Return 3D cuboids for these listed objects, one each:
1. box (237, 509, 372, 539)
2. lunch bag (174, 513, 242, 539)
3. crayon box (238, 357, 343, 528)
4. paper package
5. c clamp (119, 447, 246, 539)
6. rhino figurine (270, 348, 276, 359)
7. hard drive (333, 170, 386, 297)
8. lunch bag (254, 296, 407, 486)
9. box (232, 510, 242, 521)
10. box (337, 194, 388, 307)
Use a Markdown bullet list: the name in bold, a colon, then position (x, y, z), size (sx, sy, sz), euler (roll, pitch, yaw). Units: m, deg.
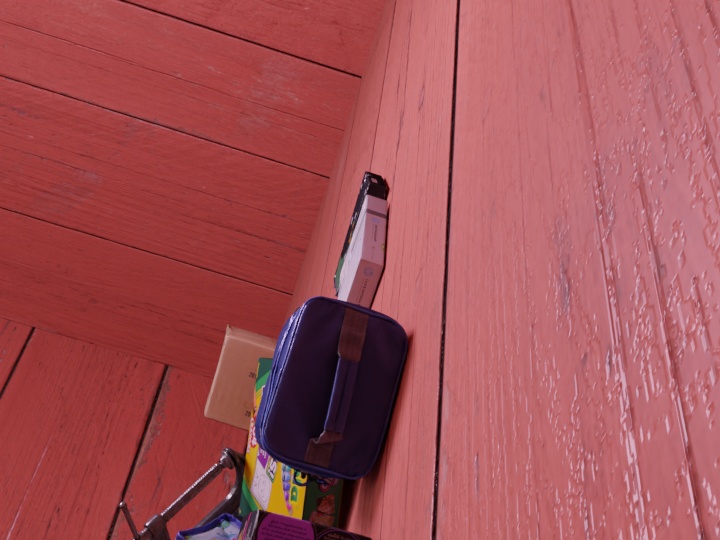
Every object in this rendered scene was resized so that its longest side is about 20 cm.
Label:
- **box**: position (-0.069, 0.310, 1.087), size (0.200, 0.120, 0.108), euler (124, 161, -73)
- **lunch bag**: position (-0.153, 0.432, 1.332), size (0.127, 0.199, 0.173), euler (-7, -57, -53)
- **crayon box**: position (-0.080, 0.215, 1.314), size (0.172, 0.057, 0.204), euler (-1, 81, 61)
- **paper package**: position (-0.210, 0.237, 2.238), size (0.103, 0.197, 0.194), euler (-118, 45, -81)
- **c clamp**: position (-0.205, 0.291, 1.340), size (0.199, 0.027, 0.173), euler (-37, -39, -36)
- **rhino figurine**: position (-0.072, 0.144, 1.480), size (0.199, 0.059, 0.089), euler (22, -104, -60)
- **hard drive**: position (-0.001, -0.059, 1.832), size (0.140, 0.037, 0.203), euler (-102, 29, -78)
- **lunch bag**: position (-0.036, 0.134, 1.165), size (0.132, 0.134, 0.203), euler (130, 155, -76)
- **box**: position (-0.154, 0.413, 1.665), size (0.200, 0.045, 0.162), euler (35, -111, -73)
- **box**: position (0.000, 0.000, 1.650), size (0.201, 0.040, 0.158), euler (-82, 10, -60)
